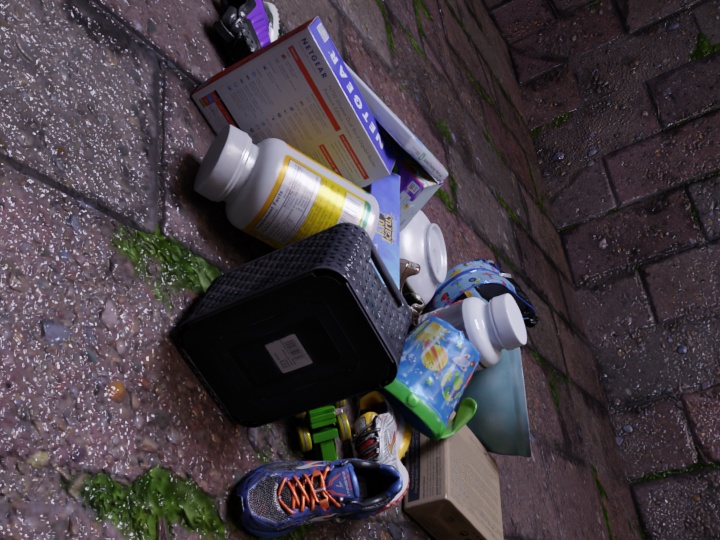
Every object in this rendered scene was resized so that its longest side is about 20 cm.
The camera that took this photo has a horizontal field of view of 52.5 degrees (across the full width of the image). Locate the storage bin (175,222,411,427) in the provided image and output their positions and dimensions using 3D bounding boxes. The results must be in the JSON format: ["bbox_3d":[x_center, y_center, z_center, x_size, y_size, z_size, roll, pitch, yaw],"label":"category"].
[{"bbox_3d":[-0.064,0.058,0.725,0.136,0.198,0.094,59,26,-20],"label":"storage bin"}]

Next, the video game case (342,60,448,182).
[{"bbox_3d":[0.030,-0.214,0.994,0.200,0.022,0.182,50,11,19],"label":"video game case"}]

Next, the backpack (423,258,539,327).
[{"bbox_3d":[0.189,0.062,1.286,0.199,0.182,0.135,32,25,-47],"label":"backpack"}]

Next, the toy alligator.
[{"bbox_3d":[-0.044,0.191,0.849,0.054,0.059,0.203,-145,-135,-72],"label":"toy alligator"}]

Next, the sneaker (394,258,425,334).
[{"bbox_3d":[0.057,0.071,1.053,0.071,0.074,0.202,-77,162,-51],"label":"sneaker"}]

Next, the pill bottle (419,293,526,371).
[{"bbox_3d":[0.153,0.108,1.143,0.111,0.198,0.112,47,31,-40],"label":"pill bottle"}]

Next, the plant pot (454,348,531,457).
[{"bbox_3d":[0.210,0.214,1.228,0.200,0.132,0.203,-6,90,-80],"label":"plant pot"}]

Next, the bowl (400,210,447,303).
[{"bbox_3d":[0.085,-0.023,1.189,0.201,0.089,0.204,-7,90,-67],"label":"bowl"}]

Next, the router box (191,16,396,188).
[{"bbox_3d":[-0.080,-0.176,0.902,0.201,0.178,0.049,58,27,-23],"label":"router box"}]

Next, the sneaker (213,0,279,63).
[{"bbox_3d":[-0.156,-0.300,0.987,0.099,0.069,0.202,22,48,-50],"label":"sneaker"}]

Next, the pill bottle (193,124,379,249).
[{"bbox_3d":[-0.086,-0.082,0.847,0.199,0.113,0.114,28,42,-25],"label":"pill bottle"}]

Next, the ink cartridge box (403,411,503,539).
[{"bbox_3d":[0.143,0.323,1.104,0.200,0.074,0.166,51,29,-34],"label":"ink cartridge box"}]

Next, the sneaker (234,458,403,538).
[{"bbox_3d":[-0.039,0.223,0.753,0.198,0.078,0.076,1,64,-39],"label":"sneaker"}]

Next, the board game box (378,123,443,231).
[{"bbox_3d":[0.008,-0.158,1.072,0.200,0.103,0.105,45,23,8],"label":"board game box"}]

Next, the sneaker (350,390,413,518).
[{"bbox_3d":[0.012,0.230,0.919,0.083,0.077,0.201,56,18,-18],"label":"sneaker"}]

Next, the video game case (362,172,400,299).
[{"bbox_3d":[0.000,0.000,0.946,0.045,0.182,0.202,15,46,-12],"label":"video game case"}]

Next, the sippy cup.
[{"bbox_3d":[0.093,0.141,1.010,0.139,0.131,0.178,33,-16,27],"label":"sippy cup"}]
